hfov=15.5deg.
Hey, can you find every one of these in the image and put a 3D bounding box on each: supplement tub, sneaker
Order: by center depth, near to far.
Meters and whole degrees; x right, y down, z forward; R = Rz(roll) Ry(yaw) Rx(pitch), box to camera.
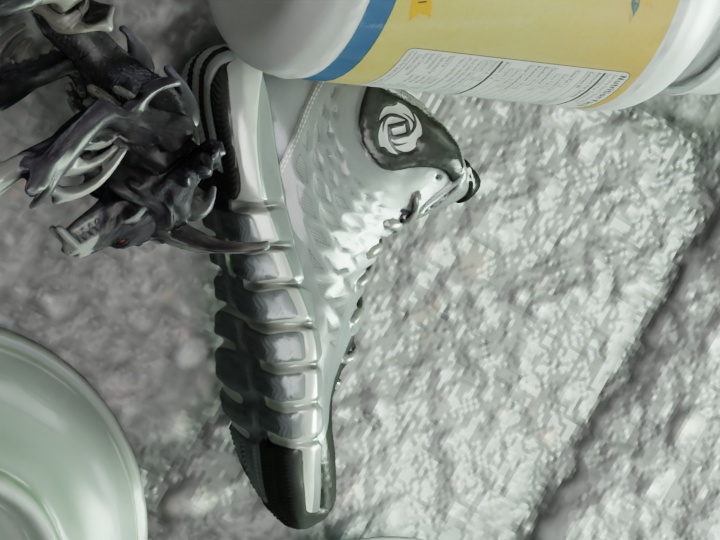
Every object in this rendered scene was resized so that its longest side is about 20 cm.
[{"bbox_3d":[0.053,-0.136,0.999,0.199,0.145,0.146,4,104,-25],"label":"supplement tub"},{"bbox_3d":[0.000,0.000,1.058,0.115,0.075,0.201,-15,110,-22],"label":"sneaker"}]

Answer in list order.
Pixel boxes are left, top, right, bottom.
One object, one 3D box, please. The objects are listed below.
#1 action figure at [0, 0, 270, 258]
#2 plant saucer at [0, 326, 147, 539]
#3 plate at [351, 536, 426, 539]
[{"bbox_3d":[-0.123,-0.066,0.960,0.102,0.119,0.200,-39,105,-11],"label":"action figure"},{"bbox_3d":[-0.171,0.120,1.030,0.199,0.050,0.202,-7,109,-23],"label":"plant saucer"},{"bbox_3d":[-0.007,0.206,1.143,0.199,0.026,0.202,-7,108,-23],"label":"plate"}]
